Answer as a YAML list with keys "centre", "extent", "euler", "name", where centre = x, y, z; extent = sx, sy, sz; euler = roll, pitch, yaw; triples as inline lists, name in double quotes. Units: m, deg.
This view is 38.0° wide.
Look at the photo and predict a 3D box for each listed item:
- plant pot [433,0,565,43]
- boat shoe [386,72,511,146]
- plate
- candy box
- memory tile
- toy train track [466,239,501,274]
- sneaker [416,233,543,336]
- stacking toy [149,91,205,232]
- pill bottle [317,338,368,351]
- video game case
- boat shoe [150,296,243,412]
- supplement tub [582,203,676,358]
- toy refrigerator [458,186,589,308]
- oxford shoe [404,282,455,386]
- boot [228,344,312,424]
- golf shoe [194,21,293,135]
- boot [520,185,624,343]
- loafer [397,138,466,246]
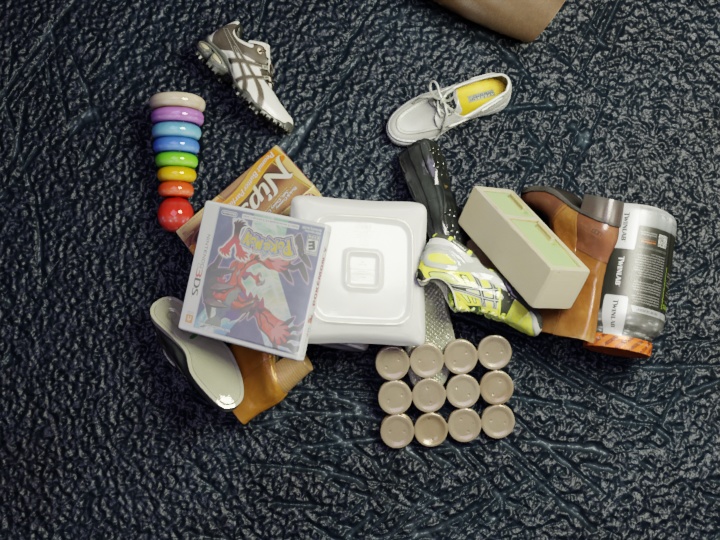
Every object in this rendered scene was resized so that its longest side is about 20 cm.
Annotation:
- centre: [0.203, -0.436, 1.538]
  extent: [0.199, 0.187, 0.188]
  euler: [37, 84, -7]
  name: "plant pot"
- centre: [0.132, -0.243, 1.543]
  extent: [0.199, 0.086, 0.076]
  euler: [-17, 81, 0]
  name: "boat shoe"
- centre: [0.000, 0.000, 1.434]
  extent: [0.196, 0.032, 0.204]
  euler: [3, 83, -13]
  name: "plate"
- centre: [-0.160, -0.076, 1.525]
  extent: [0.199, 0.055, 0.116]
  euler: [-40, 52, -4]
  name: "candy box"
- centre: [0.121, 0.174, 1.494]
  extent: [0.196, 0.017, 0.156]
  euler: [-6, 99, 1]
  name: "memory tile"
- centre: [0.223, -0.011, 1.534]
  extent: [0.198, 0.033, 0.116]
  euler: [-28, 74, -7]
  name: "toy train track"
- centre: [0.163, 0.035, 1.449]
  extent: [0.199, 0.075, 0.077]
  euler: [36, 79, 1]
  name: "sneaker"
- centre: [-0.275, -0.158, 1.556]
  extent: [0.084, 0.085, 0.204]
  euler: [0, 85, 3]
  name: "stacking toy"
- centre: [-0.026, 0.008, 1.500]
  extent: [0.110, 0.112, 0.204]
  euler: [9, 81, 4]
  name: "pill bottle"
- centre: [-0.146, 0.011, 1.422]
  extent: [0.197, 0.023, 0.186]
  euler: [12, 89, 24]
  name: "video game case"
- centre: [-0.233, 0.127, 1.496]
  extent: [0.071, 0.068, 0.200]
  euler: [-26, 61, -33]
  name: "boat shoe"
- centre: [0.374, 0.016, 1.474]
  extent: [0.120, 0.123, 0.204]
  euler: [9, 81, 4]
  name: "supplement tub"
- centre: [0.223, -0.037, 1.440]
  extent: [0.201, 0.075, 0.071]
  euler: [54, 131, 44]
  name: "toy refrigerator"
- centre: [0.097, 0.076, 1.515]
  extent: [0.074, 0.058, 0.204]
  euler: [-4, 96, -4]
  name: "oxford shoe"
- centre: [-0.169, 0.106, 1.516]
  extent: [0.143, 0.071, 0.203]
  euler: [-33, 70, 9]
  name: "boot"
- centre: [-0.157, -0.294, 1.570]
  extent: [0.094, 0.078, 0.200]
  euler: [-43, 83, -4]
  name: "golf shoe"
- centre: [0.279, -0.011, 1.476]
  extent: [0.187, 0.068, 0.204]
  euler: [18, 97, 45]
  name: "boot"
- centre: [0.104, -0.093, 1.531]
  extent: [0.070, 0.068, 0.204]
  euler: [-24, 71, 29]
  name: "loafer"
